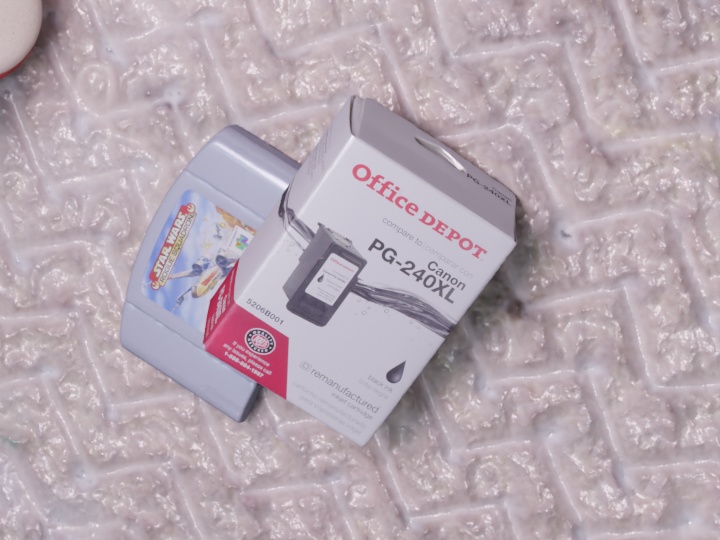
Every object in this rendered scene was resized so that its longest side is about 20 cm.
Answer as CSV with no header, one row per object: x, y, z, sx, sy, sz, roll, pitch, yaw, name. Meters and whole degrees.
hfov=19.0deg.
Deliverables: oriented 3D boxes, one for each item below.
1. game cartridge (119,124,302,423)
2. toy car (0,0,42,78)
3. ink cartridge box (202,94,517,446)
-0.102,0.000,1.625,0.132,0.042,0.201,30,111,8,game cartridge
-0.341,-0.194,1.628,0.176,0.186,0.200,31,157,-14,toy car
0.000,0.000,1.535,0.145,0.084,0.201,32,112,-11,ink cartridge box
